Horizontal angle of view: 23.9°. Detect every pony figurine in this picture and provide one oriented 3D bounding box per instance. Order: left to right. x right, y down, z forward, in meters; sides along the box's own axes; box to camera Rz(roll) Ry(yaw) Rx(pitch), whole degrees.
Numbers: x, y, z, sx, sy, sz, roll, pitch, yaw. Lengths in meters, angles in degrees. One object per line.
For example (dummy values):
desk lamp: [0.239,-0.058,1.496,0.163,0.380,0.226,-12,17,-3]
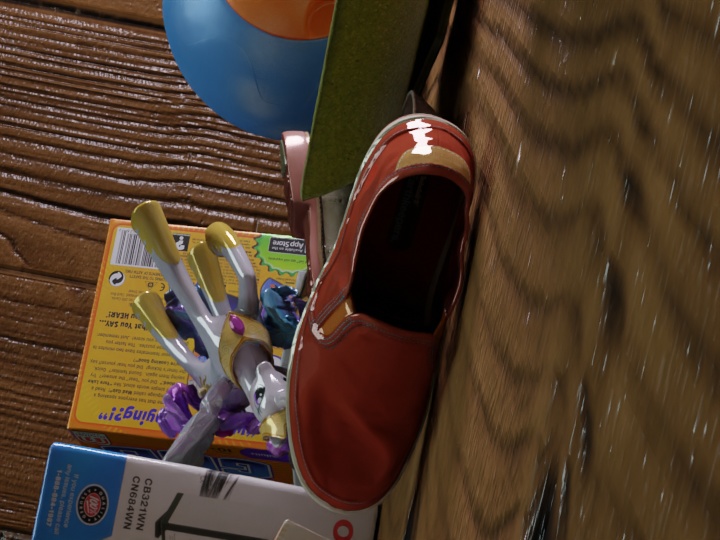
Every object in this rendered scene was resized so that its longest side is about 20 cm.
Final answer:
pony figurine: [-0.087,0.074,1.133,0.201,0.165,0.194,57,155,28]

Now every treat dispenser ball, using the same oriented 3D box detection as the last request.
treat dispenser ball: [-0.047,-0.197,1.261,0.201,0.199,0.203,-170,90,-87]

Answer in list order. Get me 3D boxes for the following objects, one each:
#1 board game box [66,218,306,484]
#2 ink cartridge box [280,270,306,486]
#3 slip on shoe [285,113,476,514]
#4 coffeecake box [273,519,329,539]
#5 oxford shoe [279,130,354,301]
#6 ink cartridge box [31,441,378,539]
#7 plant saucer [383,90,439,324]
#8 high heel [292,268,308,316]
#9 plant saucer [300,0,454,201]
board game box: [-0.133,0.091,1.566,0.200,0.198,0.201,76,-159,-67]
ink cartridge box: [-0.036,0.102,1.394,0.201,0.039,0.100,89,-173,-50]
slip on shoe: [0.010,0.027,0.801,0.061,0.073,0.202,-98,23,-70]
coffeecake box: [-0.045,0.222,0.759,0.154,0.073,0.200,-62,-5,-27]
oxford shoe: [0.000,0.000,1.067,0.071,0.073,0.202,107,152,-73]
ink cartridge box: [-0.098,0.191,1.010,0.084,0.198,0.147,129,151,-78]
plant saucer: [0.023,0.004,0.931,0.200,0.032,0.202,-169,90,-87]
high heel: [-0.015,-0.013,1.230,0.200,0.071,0.144,46,-132,-83]
plant saucer: [0.026,-0.165,1.016,0.200,0.047,0.201,-67,-7,-48]
